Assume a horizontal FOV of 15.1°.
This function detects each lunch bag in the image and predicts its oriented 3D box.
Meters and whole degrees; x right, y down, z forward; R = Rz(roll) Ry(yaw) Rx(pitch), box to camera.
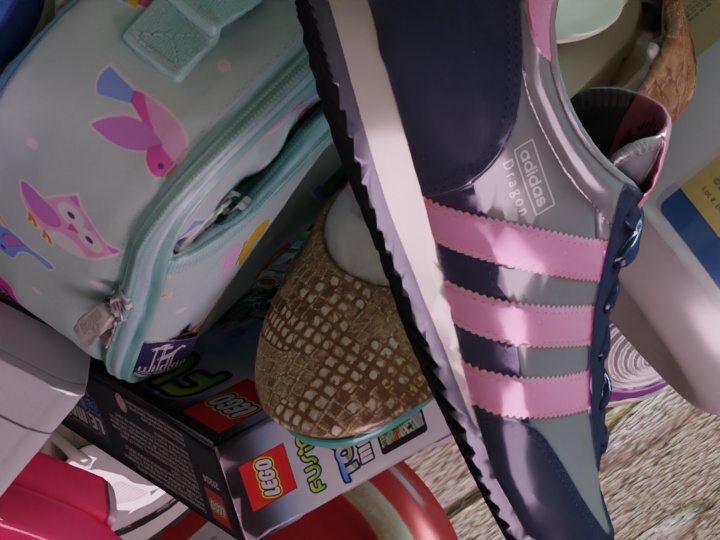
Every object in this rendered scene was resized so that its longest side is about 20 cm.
[{"bbox_3d":[-0.024,-0.063,0.766,0.200,0.077,0.160,-48,177,-23],"label":"lunch bag"}]

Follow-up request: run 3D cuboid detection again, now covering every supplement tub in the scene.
[{"bbox_3d":[0.157,-0.061,0.946,0.200,0.145,0.145,-39,161,-2],"label":"supplement tub"}]

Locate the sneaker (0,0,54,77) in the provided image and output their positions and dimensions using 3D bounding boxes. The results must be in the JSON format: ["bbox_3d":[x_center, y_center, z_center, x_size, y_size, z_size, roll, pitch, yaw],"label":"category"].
[{"bbox_3d":[-0.163,-0.037,0.667,0.200,0.077,0.111,-37,167,-11],"label":"sneaker"}]

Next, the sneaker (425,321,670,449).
[{"bbox_3d":[0.043,0.023,1.160,0.199,0.100,0.075,-3,117,-20],"label":"sneaker"}]

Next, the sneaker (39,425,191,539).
[{"bbox_3d":[-0.127,0.073,0.988,0.200,0.076,0.115,-36,163,7],"label":"sneaker"}]

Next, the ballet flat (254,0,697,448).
[{"bbox_3d":[0.033,-0.033,0.785,0.200,0.070,0.065,-50,151,-37],"label":"ballet flat"}]

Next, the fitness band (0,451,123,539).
[{"bbox_3d":[-0.166,0.102,0.917,0.200,0.038,0.144,25,133,-38],"label":"fitness band"}]

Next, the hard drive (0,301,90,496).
[{"bbox_3d":[-0.189,0.065,0.820,0.132,0.027,0.200,28,124,-20],"label":"hard drive"}]

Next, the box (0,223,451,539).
[{"bbox_3d":[-0.043,0.018,0.861,0.110,0.200,0.035,-28,117,-24],"label":"box"}]

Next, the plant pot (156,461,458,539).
[{"bbox_3d":[-0.044,0.157,1.121,0.200,0.201,0.183,-30,163,-17],"label":"plant pot"}]

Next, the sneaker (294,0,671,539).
[{"bbox_3d":[0.049,-0.001,0.692,0.082,0.070,0.200,-22,124,-2],"label":"sneaker"}]
